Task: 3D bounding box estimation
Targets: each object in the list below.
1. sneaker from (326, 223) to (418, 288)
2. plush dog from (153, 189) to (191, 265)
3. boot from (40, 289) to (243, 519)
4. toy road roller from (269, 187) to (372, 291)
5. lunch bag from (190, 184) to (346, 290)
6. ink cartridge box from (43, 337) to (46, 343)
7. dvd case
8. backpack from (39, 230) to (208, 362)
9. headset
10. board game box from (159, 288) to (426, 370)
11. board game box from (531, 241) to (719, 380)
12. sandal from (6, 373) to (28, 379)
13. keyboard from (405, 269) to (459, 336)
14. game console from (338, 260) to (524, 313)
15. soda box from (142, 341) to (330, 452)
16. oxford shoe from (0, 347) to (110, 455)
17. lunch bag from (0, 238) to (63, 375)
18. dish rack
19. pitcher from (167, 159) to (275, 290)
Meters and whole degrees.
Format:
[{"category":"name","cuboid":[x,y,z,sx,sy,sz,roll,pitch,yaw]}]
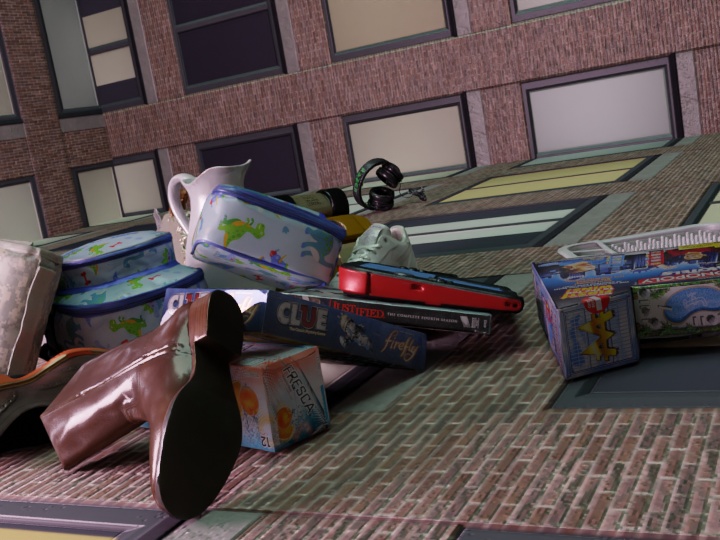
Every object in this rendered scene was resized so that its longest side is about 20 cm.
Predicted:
[{"category":"sneaker","cuboid":[0.000,0.000,1.105,0.074,0.101,0.199,-1,15,35]},{"category":"plush dog","cuboid":[-0.268,-0.048,1.608,0.170,0.163,0.199,12,-8,-40]},{"category":"boot","cuboid":[-0.177,0.122,0.678,0.199,0.064,0.188,-26,37,29]},{"category":"toy road roller","cuboid":[-0.056,-0.012,1.254,0.122,0.147,0.200,-12,46,-36]},{"category":"lunch bag","cuboid":[-0.105,-0.031,1.013,0.159,0.083,0.200,20,-8,-11]},{"category":"ink cartridge box","cuboid":[-0.381,0.064,1.229,0.115,0.068,0.200,-14,10,-20]},{"category":"dvd case","cuboid":[0.029,0.037,0.888,0.197,0.022,0.146,5,2,8]},{"category":"backpack","cuboid":[-0.271,0.035,1.048,0.182,0.149,0.199,-20,17,-34]},{"category":"headset","cuboid":[0.070,-0.198,2.183,0.199,0.125,0.094,5,21,-47]},{"category":"board game box","cuboid":[-0.054,0.053,0.793,0.134,0.035,0.199,0,-13,42]},{"category":"board game box","cuboid":[0.235,0.032,0.783,0.198,0.062,0.200,-7,11,21]},{"category":"sandal","cuboid":[-0.371,0.138,0.804,0.199,0.076,0.048,-12,48,-41]},{"category":"keyboard","cuboid":[0.047,0.044,1.022,0.103,0.040,0.200,9,19,15]},{"category":"game console","cuboid":[0.072,0.014,0.916,0.174,0.031,0.200,6,3,6]},{"category":"soda box","cuboid":[-0.117,0.097,0.750,0.199,0.069,0.063,0,11,44]},{"category":"oxford shoe","cuboid":[-0.276,0.126,0.829,0.072,0.072,0.199,28,25,26]},{"category":"lunch bag","cuboid":[-0.397,0.052,0.968,0.117,0.166,0.199,22,-14,-39]},{"category":"dish rack","cuboid":[0.327,-0.010,0.986,0.197,0.044,0.172,-10,9,2]},{"category":"pitcher","cuboid":[-0.195,-0.039,1.230,0.120,0.203,0.171,-18,12,-39]}]
